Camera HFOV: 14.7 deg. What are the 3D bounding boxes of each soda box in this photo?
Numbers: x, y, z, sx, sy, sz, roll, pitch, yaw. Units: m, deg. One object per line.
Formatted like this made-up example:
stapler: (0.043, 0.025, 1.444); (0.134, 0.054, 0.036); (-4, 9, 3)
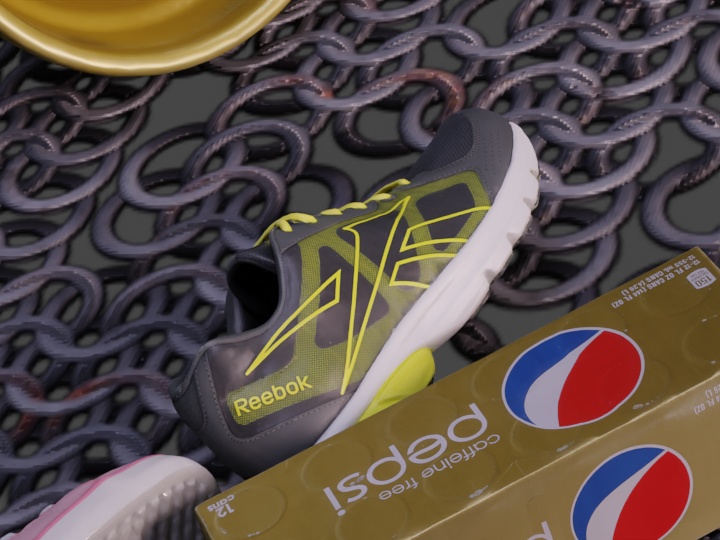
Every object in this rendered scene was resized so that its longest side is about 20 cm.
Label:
soda box: (0.051, 0.075, 0.949); (0.200, 0.064, 0.068); (-28, 37, -7)

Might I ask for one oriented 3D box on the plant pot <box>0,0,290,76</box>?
plant pot: (-0.128, -0.203, 1.287); (0.200, 0.201, 0.189); (-30, 22, -11)

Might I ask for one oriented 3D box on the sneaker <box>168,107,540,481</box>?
sneaker: (0.000, 0.000, 1.029); (0.074, 0.085, 0.200); (-45, 12, 50)

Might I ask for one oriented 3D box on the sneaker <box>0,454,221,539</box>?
sneaker: (-0.144, 0.125, 0.972); (0.105, 0.075, 0.200); (24, 61, 38)
